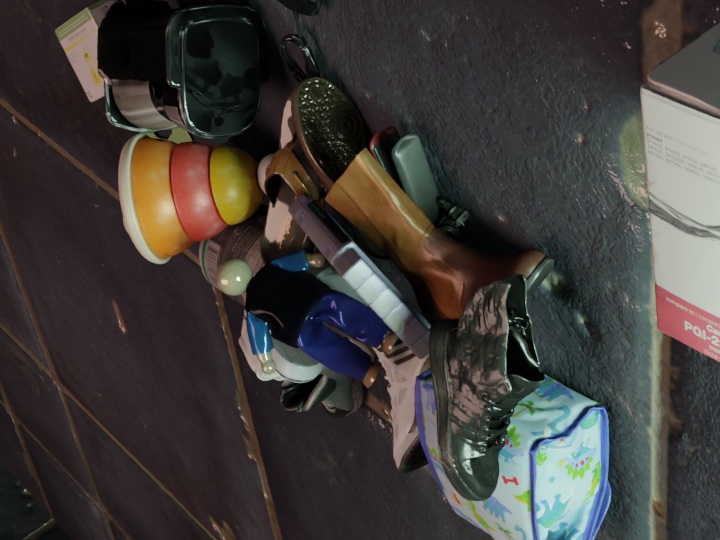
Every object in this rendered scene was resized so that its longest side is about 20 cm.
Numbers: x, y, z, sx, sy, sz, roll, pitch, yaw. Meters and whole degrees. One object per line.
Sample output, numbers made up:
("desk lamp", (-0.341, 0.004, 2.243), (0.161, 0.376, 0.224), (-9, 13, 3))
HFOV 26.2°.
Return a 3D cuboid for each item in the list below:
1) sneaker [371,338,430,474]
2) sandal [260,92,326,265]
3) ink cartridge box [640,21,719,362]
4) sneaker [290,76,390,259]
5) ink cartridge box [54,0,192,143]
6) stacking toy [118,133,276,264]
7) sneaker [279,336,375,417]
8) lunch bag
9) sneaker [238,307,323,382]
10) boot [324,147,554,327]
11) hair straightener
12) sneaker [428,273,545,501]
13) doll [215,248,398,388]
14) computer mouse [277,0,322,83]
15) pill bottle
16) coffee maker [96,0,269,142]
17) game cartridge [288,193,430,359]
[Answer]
("sneaker", (0.058, 0.130, 1.695), (0.116, 0.075, 0.201), (54, 149, 28))
("sandal", (-0.074, -0.086, 1.607), (0.081, 0.054, 0.202), (30, 114, 30))
("ink cartridge box", (0.259, -0.058, 0.986), (0.085, 0.145, 0.201), (30, 145, 43))
("sneaker", (-0.021, -0.096, 1.552), (0.201, 0.070, 0.075), (61, 155, -8))
("ink cartridge box", (-0.298, -0.232, 1.936), (0.145, 0.048, 0.201), (-7, 111, 63))
("stacking toy", (-0.157, -0.092, 1.714), (0.146, 0.198, 0.148), (-9, -90, -78))
("sneaker", (-0.053, 0.138, 1.834), (0.075, 0.115, 0.201), (46, 153, 19))
("lunch bag", (0.151, 0.194, 1.513), (0.170, 0.127, 0.202), (31, 135, 44))
("sneaker", (-0.090, 0.094, 1.757), (0.200, 0.072, 0.071), (-129, 49, -66))
("boot", (0.070, -0.038, 1.425), (0.200, 0.068, 0.188), (50, 157, -3))
("hair straightener", (0.071, -0.042, 1.480), (0.077, 0.041, 0.201), (20, 137, 53))
("sneaker", (0.117, 0.107, 1.365), (0.104, 0.060, 0.202), (-6, 96, 43))
("doll", (-0.063, 0.048, 1.611), (0.199, 0.137, 0.048), (30, -179, -2))
("computer mouse", (-0.053, -0.248, 1.490), (0.058, 0.034, 0.201), (28, 151, 19))
("pill bottle", (-0.085, 0.002, 1.737), (0.199, 0.113, 0.114), (29, 144, 46))
("coffee maker", (-0.198, -0.236, 1.638), (0.199, 0.134, 0.193), (10, 127, 58))
("game cartridge", (0.000, 0.000, 1.514), (0.130, 0.038, 0.200), (52, 179, -27))
